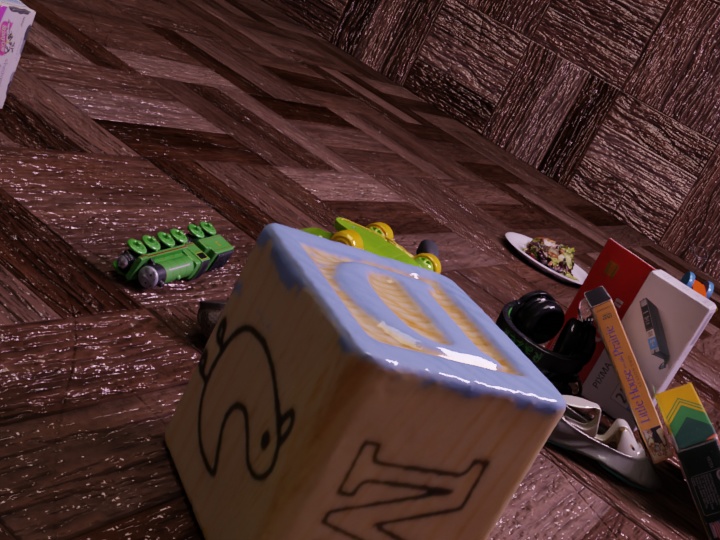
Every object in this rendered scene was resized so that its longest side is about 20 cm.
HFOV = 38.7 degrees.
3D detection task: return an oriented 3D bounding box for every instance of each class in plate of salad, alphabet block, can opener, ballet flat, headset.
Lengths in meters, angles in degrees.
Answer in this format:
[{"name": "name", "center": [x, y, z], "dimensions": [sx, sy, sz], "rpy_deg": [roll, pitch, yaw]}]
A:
[{"name": "plate of salad", "center": [0.381, -0.032, 2.044], "dimensions": [0.198, 0.048, 0.200], "rpy_deg": [26, 17, -9]}, {"name": "alphabet block", "center": [-0.004, 0.112, 0.763], "dimensions": [0.194, 0.202, 0.196], "rpy_deg": [17, 19, -32]}, {"name": "can opener", "center": [0.075, 0.002, 1.433], "dimensions": [0.053, 0.067, 0.200], "rpy_deg": [26, 17, -2]}, {"name": "ballet flat", "center": [-0.101, 0.055, 1.057], "dimensions": [0.066, 0.047, 0.199], "rpy_deg": [1, -2, 26]}, {"name": "ballet flat", "center": [0.280, 0.195, 1.204], "dimensions": [0.198, 0.064, 0.068], "rpy_deg": [26, 17, -8]}, {"name": "headset", "center": [0.249, 0.091, 1.333], "dimensions": [0.123, 0.095, 0.199], "rpy_deg": [39, 30, 29]}]

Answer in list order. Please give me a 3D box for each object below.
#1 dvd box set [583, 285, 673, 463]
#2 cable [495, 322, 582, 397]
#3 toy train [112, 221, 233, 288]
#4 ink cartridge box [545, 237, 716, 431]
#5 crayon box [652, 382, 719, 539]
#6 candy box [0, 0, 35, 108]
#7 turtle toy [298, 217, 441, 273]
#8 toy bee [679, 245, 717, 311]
[{"name": "dvd box set", "center": [0.330, 0.124, 1.273], "dimensions": [0.146, 0.029, 0.202], "rpy_deg": [-26, 95, -79]}, {"name": "cable", "center": [0.191, 0.108, 1.338], "dimensions": [0.198, 0.051, 0.163], "rpy_deg": [15, 21, -36]}, {"name": "toy train", "center": [-0.197, -0.014, 1.107], "dimensions": [0.056, 0.042, 0.200], "rpy_deg": [41, 19, 7]}, {"name": "ink cartridge box", "center": [0.356, 0.086, 1.400], "dimensions": [0.175, 0.202, 0.045], "rpy_deg": [36, 20, 26]}, {"name": "crayon box", "center": [0.406, 0.221, 1.235], "dimensions": [0.200, 0.050, 0.128], "rpy_deg": [-68, 136, -73]}, {"name": "candy box", "center": [-0.515, -0.313, 1.302], "dimensions": [0.199, 0.138, 0.061], "rpy_deg": [35, 20, 23]}, {"name": "turtle toy", "center": [0.000, 0.000, 1.261], "dimensions": [0.199, 0.102, 0.145], "rpy_deg": [33, 18, 16]}, {"name": "toy bee", "center": [0.748, 0.055, 2.316], "dimensions": [0.131, 0.109, 0.200], "rpy_deg": [39, 44, 10]}]
